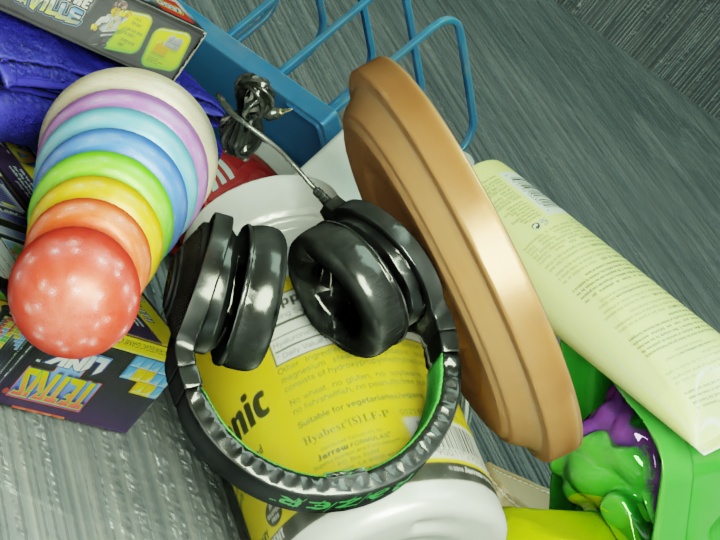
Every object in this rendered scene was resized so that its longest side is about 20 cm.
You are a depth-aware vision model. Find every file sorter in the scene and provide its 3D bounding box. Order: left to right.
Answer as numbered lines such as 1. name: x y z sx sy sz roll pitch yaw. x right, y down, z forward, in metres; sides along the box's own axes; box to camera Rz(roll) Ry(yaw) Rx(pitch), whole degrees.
1. file sorter: -0.040 -0.131 1.512 0.200 0.123 0.139 36 -24 30

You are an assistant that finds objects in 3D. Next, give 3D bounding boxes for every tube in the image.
1. tube: 0.117 0.020 1.157 0.200 0.058 0.052 39 -8 32

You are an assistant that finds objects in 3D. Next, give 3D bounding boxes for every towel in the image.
1. towel: -0.162 -0.116 1.234 0.148 0.050 0.200 51 20 24

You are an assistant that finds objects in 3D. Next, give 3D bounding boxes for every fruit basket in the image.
1. fruit basket: 0.110 0.143 1.187 0.216 0.216 0.156 31 17 -31

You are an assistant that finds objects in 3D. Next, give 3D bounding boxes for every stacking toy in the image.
1. stacking toy: -0.111 -0.019 1.051 0.085 0.085 0.200 36 19 -14

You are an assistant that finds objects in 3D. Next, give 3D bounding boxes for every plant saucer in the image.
1. plant saucer: 0.041 -0.002 1.102 0.200 0.032 0.200 61 -7 13

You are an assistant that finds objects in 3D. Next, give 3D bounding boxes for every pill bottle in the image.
1. pill bottle: -0.016 0.057 1.116 0.111 0.111 0.200 23 37 -48

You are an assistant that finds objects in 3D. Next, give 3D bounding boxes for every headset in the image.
1. headset: -0.031 0.010 1.048 0.123 0.094 0.200 -6 71 -18

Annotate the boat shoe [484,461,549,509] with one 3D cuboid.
1. boat shoe: 0.142 0.153 1.385 0.200 0.069 0.074 32 16 -28

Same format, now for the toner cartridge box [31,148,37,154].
1. toner cartridge box: -0.202 -0.104 1.352 0.200 0.043 0.095 25 19 -43

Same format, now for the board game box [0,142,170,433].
1. board game box: -0.192 -0.021 1.107 0.200 0.057 0.165 50 16 33

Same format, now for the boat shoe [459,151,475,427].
1. boat shoe: 0.049 0.026 1.344 0.068 0.074 0.199 20 57 -13

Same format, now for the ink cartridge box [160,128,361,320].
1. ink cartridge box: 0.000 0.000 1.259 0.117 0.067 0.200 41 59 6

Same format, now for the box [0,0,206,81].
1. box: -0.178 -0.163 1.192 0.200 0.035 0.110 22 20 -44

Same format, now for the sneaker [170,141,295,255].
1. sneaker: -0.047 0.006 1.398 0.200 0.078 0.115 42 28 24
